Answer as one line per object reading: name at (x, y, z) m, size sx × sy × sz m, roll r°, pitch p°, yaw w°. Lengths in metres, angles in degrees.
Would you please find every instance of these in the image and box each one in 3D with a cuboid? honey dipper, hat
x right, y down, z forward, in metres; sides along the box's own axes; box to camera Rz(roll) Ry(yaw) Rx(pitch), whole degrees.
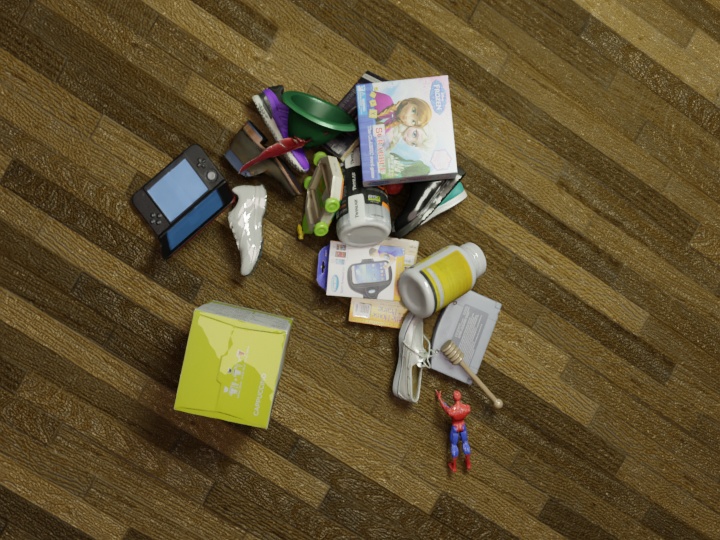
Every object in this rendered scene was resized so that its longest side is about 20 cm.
honey dipper at (0.260, 0.245, 1.296) m, size 0.038 × 0.038 × 0.201 m, roll -41°, pitch 97°, yaw -2°
hat at (-0.122, -0.266, 1.206) m, size 0.195 × 0.166 × 0.180 m, roll 25°, pitch 117°, yaw 2°

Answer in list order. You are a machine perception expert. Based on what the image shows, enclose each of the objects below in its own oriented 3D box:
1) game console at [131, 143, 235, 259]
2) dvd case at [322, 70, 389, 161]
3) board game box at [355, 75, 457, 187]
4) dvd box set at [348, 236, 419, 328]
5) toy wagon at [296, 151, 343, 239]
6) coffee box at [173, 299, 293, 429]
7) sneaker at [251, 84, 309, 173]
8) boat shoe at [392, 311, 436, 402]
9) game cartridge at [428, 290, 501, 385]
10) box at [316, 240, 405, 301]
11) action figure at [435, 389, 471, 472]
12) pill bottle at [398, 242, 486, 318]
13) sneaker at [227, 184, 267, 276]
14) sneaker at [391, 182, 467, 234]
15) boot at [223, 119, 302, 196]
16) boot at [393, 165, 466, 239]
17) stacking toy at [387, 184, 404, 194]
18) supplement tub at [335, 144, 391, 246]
game console at (-0.386, -0.154, 1.217) m, size 0.198 × 0.119 × 0.174 m, roll -39°, pitch 95°, yaw -2°
dvd case at (-0.010, -0.343, 1.238) m, size 0.201 × 0.148 × 0.016 m, roll -48°, pitch 134°, yaw 0°
board game box at (0.092, -0.284, 1.149) m, size 0.191 × 0.041 × 0.208 m, roll -6°, pitch 83°, yaw 2°
dvd box set at (0.053, 0.024, 1.304) m, size 0.141 × 0.029 × 0.208 m, roll 7°, pitch 91°, yaw -5°
toy wagon at (-0.092, -0.150, 1.232) m, size 0.038 × 0.159 × 0.202 m, roll 6°, pitch 137°, yaw -24°
coffee box at (-0.261, 0.192, 1.202) m, size 0.193 × 0.198 × 0.207 m, roll 13°, pitch 92°, yaw -5°
sneaker at (-0.152, -0.322, 1.254) m, size 0.098 × 0.070 × 0.204 m, roll -32°, pitch 95°, yaw -5°
boat shoe at (0.129, 0.200, 1.279) m, size 0.073 × 0.084 × 0.210 m, roll 7°, pitch 95°, yaw -48°
game cartridge at (0.238, 0.149, 1.324) m, size 0.130 × 0.040 × 0.206 m, roll 22°, pitch 90°, yaw -9°
box at (0.000, 0.000, 1.265) m, size 0.192 × 0.041 × 0.124 m, roll 4°, pitch 91°, yaw -6°
action figure at (0.221, 0.357, 1.324) m, size 0.063 × 0.100 × 0.207 m, roll -9°, pitch 115°, yaw -7°
pill bottle at (0.186, 0.014, 1.251) m, size 0.196 × 0.111 × 0.115 m, roll -27°, pitch 95°, yaw -29°
sneaker at (-0.255, -0.090, 1.253) m, size 0.084 × 0.074 × 0.208 m, roll 4°, pitch 84°, yaw -11°
sneaker at (0.137, -0.175, 1.275) m, size 0.196 × 0.083 × 0.124 m, roll -30°, pitch 100°, yaw -11°
boot at (-0.218, -0.224, 1.259) m, size 0.096 × 0.075 × 0.202 m, roll -39°, pitch 86°, yaw 9°
boot at (0.107, -0.190, 1.201) m, size 0.158 × 0.079 × 0.212 m, roll 43°, pitch 86°, yaw 4°
stacking toy at (0.069, -0.277, 1.276) m, size 0.082 × 0.085 × 0.208 m, roll -3°, pitch 100°, yaw -4°
supplement tub at (0.000, -0.167, 1.222) m, size 0.118 × 0.123 × 0.207 m, roll -4°, pitch 69°, yaw -4°
